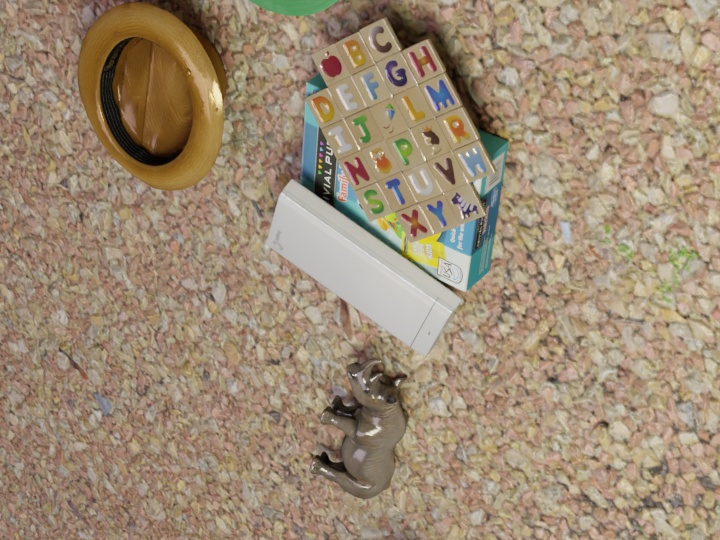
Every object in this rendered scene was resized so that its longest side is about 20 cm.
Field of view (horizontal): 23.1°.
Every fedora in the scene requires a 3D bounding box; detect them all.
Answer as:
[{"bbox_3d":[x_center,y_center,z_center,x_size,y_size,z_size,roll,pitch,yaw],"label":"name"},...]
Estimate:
[{"bbox_3d":[-0.194,-0.182,1.778,0.200,0.082,0.201,18,123,30],"label":"fedora"}]

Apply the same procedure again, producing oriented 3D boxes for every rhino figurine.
[{"bbox_3d":[0.005,0.164,1.865,0.087,0.060,0.200,21,130,10],"label":"rhino figurine"}]

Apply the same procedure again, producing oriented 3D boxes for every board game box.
[{"bbox_3d":[0.036,-0.088,1.671,0.200,0.047,0.151,26,132,25],"label":"board game box"}]

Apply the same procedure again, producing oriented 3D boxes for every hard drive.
[{"bbox_3d":[0.000,0.000,1.731,0.200,0.027,0.132,36,157,5],"label":"hard drive"}]

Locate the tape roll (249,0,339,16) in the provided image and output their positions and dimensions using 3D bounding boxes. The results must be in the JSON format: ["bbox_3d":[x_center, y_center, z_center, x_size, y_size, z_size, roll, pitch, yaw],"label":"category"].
[{"bbox_3d":[-0.068,-0.331,1.589,0.200,0.048,0.201,22,131,28],"label":"tape roll"}]

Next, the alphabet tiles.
[{"bbox_3d":[0.034,-0.125,1.608,0.166,0.006,0.200,-19,102,45],"label":"alphabet tiles"}]
